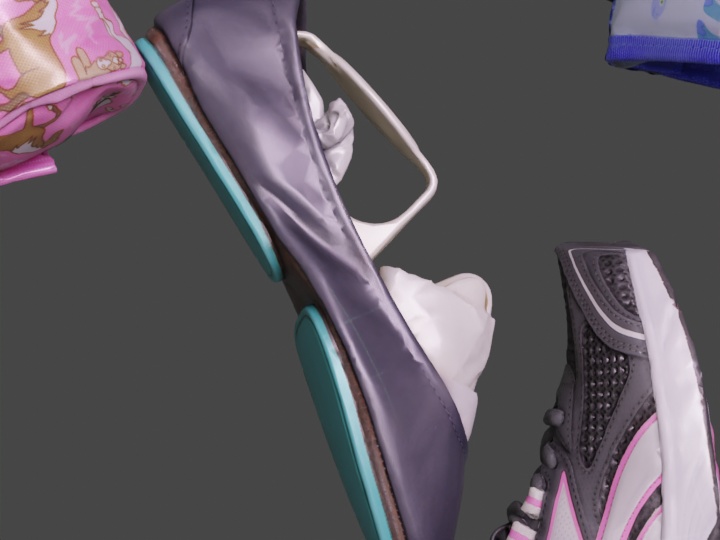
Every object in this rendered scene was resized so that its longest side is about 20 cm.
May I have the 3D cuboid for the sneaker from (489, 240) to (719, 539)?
[{"bbox_3d":[0.069,0.088,0.843,0.086,0.080,0.201,-7,79,6],"label":"sneaker"}]

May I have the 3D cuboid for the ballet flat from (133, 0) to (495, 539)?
[{"bbox_3d":[0.000,0.000,0.851,0.073,0.073,0.201,-25,84,-6],"label":"ballet flat"}]

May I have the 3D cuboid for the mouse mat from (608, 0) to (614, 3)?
[{"bbox_3d":[0.100,-0.186,0.907,0.160,0.008,0.201,22,84,-1],"label":"mouse mat"}]

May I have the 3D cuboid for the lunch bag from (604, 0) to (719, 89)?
[{"bbox_3d":[0.180,-0.126,0.839,0.199,0.127,0.171,12,88,28],"label":"lunch bag"}]

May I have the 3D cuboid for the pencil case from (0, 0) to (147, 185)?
[{"bbox_3d":[-0.137,-0.123,0.845,0.083,0.086,0.201,-27,86,16],"label":"pencil case"}]
